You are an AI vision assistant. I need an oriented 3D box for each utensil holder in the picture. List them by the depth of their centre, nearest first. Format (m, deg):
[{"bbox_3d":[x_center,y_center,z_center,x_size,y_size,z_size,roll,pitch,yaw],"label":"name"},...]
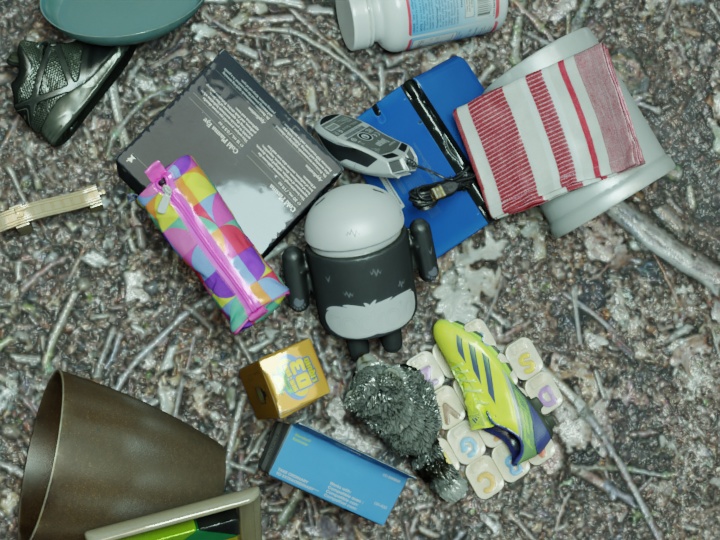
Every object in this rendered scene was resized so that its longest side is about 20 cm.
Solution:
[{"bbox_3d":[0.262,-0.168,1.393,0.169,0.170,0.202,-30,86,-13],"label":"utensil holder"}]

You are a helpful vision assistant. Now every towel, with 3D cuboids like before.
[{"bbox_3d":[0.214,-0.157,1.314,0.198,0.023,0.146,-20,89,28],"label":"towel"}]

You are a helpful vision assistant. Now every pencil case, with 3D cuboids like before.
[{"bbox_3d":[-0.162,-0.029,1.230,0.088,0.088,0.201,-38,92,-13],"label":"pencil case"}]

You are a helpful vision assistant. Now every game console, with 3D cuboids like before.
[{"bbox_3d":[0.102,-0.140,1.432,0.170,0.118,0.201,-33,90,18],"label":"game console"}]

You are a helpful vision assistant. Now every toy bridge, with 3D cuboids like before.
[{"bbox_3d":[-0.387,-0.058,1.302,0.198,0.067,0.028,-21,87,-12],"label":"toy bridge"}]

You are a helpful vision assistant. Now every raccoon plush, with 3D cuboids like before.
[{"bbox_3d":[0.061,0.178,1.308,0.200,0.134,0.097,42,93,8],"label":"raccoon plush"}]

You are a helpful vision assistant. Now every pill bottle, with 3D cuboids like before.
[{"bbox_3d":[0.074,-0.332,1.403,0.197,0.109,0.110,-14,86,-12],"label":"pill bottle"}]

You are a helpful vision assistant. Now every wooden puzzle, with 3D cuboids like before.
[{"bbox_3d":[-0.194,0.301,1.230,0.182,0.201,0.038,-13,61,-12],"label":"wooden puzzle"}]

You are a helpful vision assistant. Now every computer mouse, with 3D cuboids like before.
[{"bbox_3d":[0.030,-0.128,1.353,0.198,0.044,0.109,29,36,21],"label":"computer mouse"}]

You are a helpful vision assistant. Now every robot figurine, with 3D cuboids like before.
[{"bbox_3d":[0.001,-0.001,1.326,0.150,0.124,0.203,-32,122,-38],"label":"robot figurine"}]

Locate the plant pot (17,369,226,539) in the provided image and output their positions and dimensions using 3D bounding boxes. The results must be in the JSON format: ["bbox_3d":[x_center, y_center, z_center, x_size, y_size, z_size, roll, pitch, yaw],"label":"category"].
[{"bbox_3d":[-0.256,0.221,1.252,0.197,0.186,0.190,14,80,-23],"label":"plant pot"}]

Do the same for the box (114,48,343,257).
[{"bbox_3d":[-0.155,-0.115,1.334,0.200,0.104,0.182,45,78,-3],"label":"box"}]

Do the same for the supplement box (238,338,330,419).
[{"bbox_3d":[-0.088,0.124,1.269,0.068,0.200,0.067,-22,88,-12],"label":"supplement box"}]

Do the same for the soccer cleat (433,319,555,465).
[{"bbox_3d":[0.149,0.146,1.368,0.084,0.065,0.201,-41,90,-11],"label":"soccer cleat"}]

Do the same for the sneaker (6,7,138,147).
[{"bbox_3d":[-0.336,-0.255,1.331,0.114,0.076,0.200,39,79,-6],"label":"sneaker"}]

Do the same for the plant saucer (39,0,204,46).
[{"bbox_3d":[-0.272,-0.316,1.324,0.197,0.028,0.202,-2,44,1],"label":"plant saucer"}]

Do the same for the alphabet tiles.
[{"bbox_3d":[0.149,0.170,1.405,0.198,0.015,0.197,-29,90,-13],"label":"alphabet tiles"}]

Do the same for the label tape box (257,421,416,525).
[{"bbox_3d":[-0.033,0.225,1.268,0.143,0.200,0.064,25,79,-7],"label":"label tape box"}]
